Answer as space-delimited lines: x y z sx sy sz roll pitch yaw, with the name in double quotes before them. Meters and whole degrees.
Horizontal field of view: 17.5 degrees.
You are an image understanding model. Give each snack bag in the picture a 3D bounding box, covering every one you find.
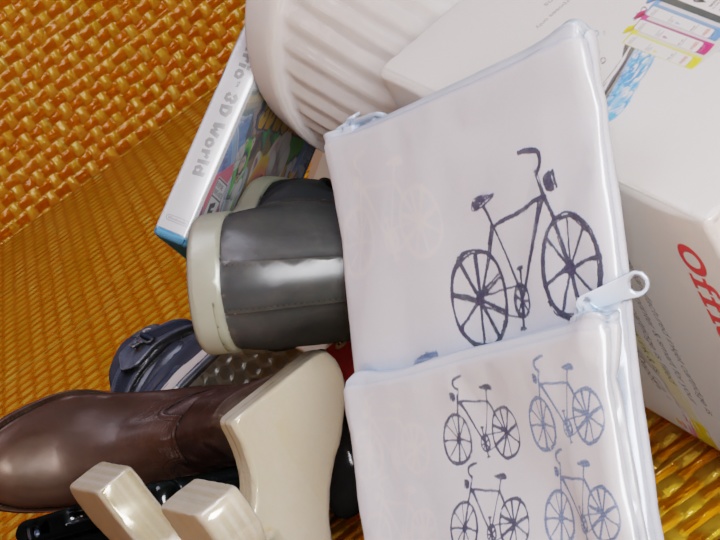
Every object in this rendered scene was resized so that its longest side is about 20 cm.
"snack bag" 0.039 0.029 0.783 0.021 0.201 0.188 -3 -7 -27

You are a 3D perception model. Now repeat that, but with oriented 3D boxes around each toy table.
"toy table" -0.057 0.134 0.937 0.200 0.117 0.184 -42 13 -30

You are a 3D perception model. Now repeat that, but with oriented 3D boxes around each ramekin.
"ramekin" 0.060 -0.116 0.966 0.200 0.201 0.105 -40 55 -18

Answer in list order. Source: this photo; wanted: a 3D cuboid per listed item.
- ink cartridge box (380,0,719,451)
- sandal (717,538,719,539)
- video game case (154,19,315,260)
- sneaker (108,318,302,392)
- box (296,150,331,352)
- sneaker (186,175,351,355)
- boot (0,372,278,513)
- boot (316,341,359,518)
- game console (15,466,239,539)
"ink cartridge box" 0.138 -0.036 0.828 0.144 0.148 0.200 -40 35 -13
"sandal" 0.051 0.144 0.770 0.200 0.043 0.076 -37 12 -3
"video game case" -0.029 -0.092 1.043 0.143 0.018 0.201 48 -116 -76
"sneaker" -0.069 0.039 1.421 0.202 0.077 0.146 -40 15 -11
"box" 0.028 -0.049 1.173 0.078 0.094 0.201 -155 76 -67
"sneaker" 0.000 0.000 0.973 0.105 0.075 0.200 -2 8 9
"boot" -0.100 0.087 1.226 0.185 0.065 0.200 -13 1 -23
"boot" 0.013 0.011 1.074 0.144 0.072 0.201 -21 54 15
"game console" -0.100 0.165 1.144 0.175 0.117 0.200 -8 -7 -29
